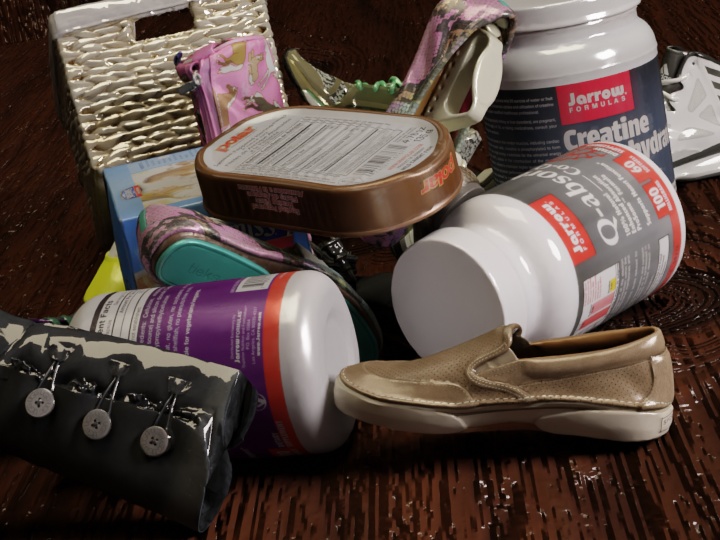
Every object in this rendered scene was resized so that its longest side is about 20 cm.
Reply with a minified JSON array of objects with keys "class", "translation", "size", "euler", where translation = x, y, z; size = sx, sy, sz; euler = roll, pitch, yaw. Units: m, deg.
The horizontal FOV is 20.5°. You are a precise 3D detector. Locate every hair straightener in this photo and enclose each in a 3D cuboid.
[{"class":"hair straightener","translation":[0.000,0.000,1.457],"size":[0.041,0.077,0.200],"euler":[-32,20,-10]}]

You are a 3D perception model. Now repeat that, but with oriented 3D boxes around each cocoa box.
[{"class":"cocoa box","translation":[-0.111,-0.011,1.475],"size":[0.133,0.132,0.200],"euler":[-13,15,-8]}]

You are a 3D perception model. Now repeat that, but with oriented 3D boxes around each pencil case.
[{"class":"pencil case","translation":[-0.094,-0.088,1.622],"size":[0.086,0.201,0.083],"euler":[-15,5,-17]}]

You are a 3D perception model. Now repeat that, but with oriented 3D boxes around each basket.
[{"class":"basket","translation":[-0.165,-0.141,1.780],"size":[0.197,0.162,0.200],"euler":[-14,-21,-11]}]

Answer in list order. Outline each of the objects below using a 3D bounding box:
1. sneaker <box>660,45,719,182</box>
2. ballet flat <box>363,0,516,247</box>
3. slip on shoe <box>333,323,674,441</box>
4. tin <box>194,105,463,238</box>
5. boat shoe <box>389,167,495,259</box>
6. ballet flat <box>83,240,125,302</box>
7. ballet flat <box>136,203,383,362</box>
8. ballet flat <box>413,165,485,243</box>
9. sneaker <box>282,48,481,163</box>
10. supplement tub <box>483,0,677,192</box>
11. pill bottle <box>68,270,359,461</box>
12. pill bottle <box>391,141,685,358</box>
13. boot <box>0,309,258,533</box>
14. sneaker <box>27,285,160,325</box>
[{"class":"sneaker","translation":[0.239,-0.126,1.677],"size":[0.200,0.116,0.076],"euler":[-17,16,-20]},{"class":"ballet flat","translation":[0.057,-0.107,1.436],"size":[0.069,0.201,0.071],"euler":[26,-3,-39]},{"class":"slip on shoe","translation":[0.083,0.060,1.163],"size":[0.199,0.061,0.076],"euler":[4,16,16]},{"class":"tin","translation":[-0.024,-0.069,1.324],"size":[0.199,0.042,0.112],"euler":[8,31,39]},{"class":"boat shoe","translation":[0.057,-0.040,1.576],"size":[0.066,0.075,0.199],"euler":[-5,16,28]},{"class":"ballet flat","translation":[-0.166,-0.026,1.689],"size":[0.067,0.067,0.200],"euler":[3,21,39]},{"class":"ballet flat","translation":[-0.066,0.004,1.317],"size":[0.069,0.200,0.071],"euler":[-47,37,21]},{"class":"ballet flat","translation":[0.059,-0.031,1.414],"size":[0.067,0.046,0.200],"euler":[-42,-17,-8]},{"class":"sneaker","translation":[0.021,-0.142,1.734],"size":[0.089,0.200,0.077],"euler":[-53,12,1]},{"class":"supplement tub","translation":[0.165,-0.116,1.531],"size":[0.140,0.201,0.140],"euler":[-10,16,3]},{"class":"pill bottle","translation":[-0.107,0.065,1.237],"size":[0.199,0.113,0.112],"euler":[-7,16,16]},{"class":"pill bottle","translation":[0.119,-0.006,1.330],"size":[0.115,0.116,0.200],"euler":[3,21,42]},{"class":"boot","translation":[-0.174,0.113,1.160],"size":[0.199,0.166,0.066],"euler":[15,-1,9]},{"class":"sneaker","translation":[-0.176,0.053,1.325],"size":[0.199,0.075,0.088],"euler":[-24,-22,5]}]
